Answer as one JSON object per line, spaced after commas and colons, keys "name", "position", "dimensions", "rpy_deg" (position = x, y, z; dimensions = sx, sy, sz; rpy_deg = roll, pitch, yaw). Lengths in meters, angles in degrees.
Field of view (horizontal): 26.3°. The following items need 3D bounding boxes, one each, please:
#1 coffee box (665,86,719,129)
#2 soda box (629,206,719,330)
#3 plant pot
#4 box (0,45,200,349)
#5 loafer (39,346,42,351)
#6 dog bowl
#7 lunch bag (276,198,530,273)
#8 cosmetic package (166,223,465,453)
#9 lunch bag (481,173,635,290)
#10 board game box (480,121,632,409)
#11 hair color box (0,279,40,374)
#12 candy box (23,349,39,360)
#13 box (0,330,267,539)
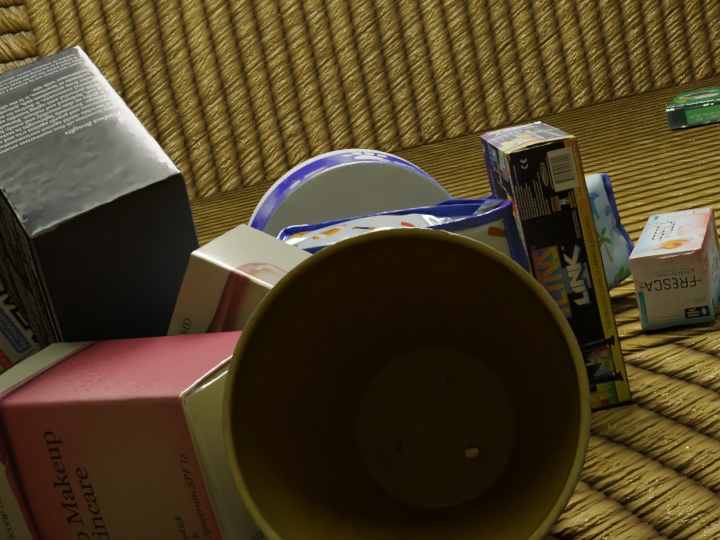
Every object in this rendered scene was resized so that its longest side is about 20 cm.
{"name": "coffee box", "position": [0.610, -0.289, 2.706], "dimensions": [0.123, 0.044, 0.200], "rpy_deg": [-8, 11, 19]}
{"name": "soda box", "position": [0.286, -0.005, 1.384], "dimensions": [0.064, 0.068, 0.200], "rpy_deg": [-9, 9, 18]}
{"name": "plant pot", "position": [0.036, 0.087, 0.891], "dimensions": [0.200, 0.200, 0.142], "rpy_deg": [-10, -12, 9]}
{"name": "box", "position": [-0.204, -0.025, 1.156], "dimensions": [0.123, 0.200, 0.198], "rpy_deg": [-24, 45, -17]}
{"name": "loafer", "position": [-0.178, 0.096, 1.245], "dimensions": [0.200, 0.076, 0.068], "rpy_deg": [32, 12, 27]}
{"name": "dog bowl", "position": [0.000, 0.000, 1.311], "dimensions": [0.200, 0.200, 0.079], "rpy_deg": [-13, 12, -6]}
{"name": "lunch bag", "position": [0.034, 0.042, 1.130], "dimensions": [0.200, 0.170, 0.124], "rpy_deg": [-9, 12, 22]}
{"name": "cosmetic package", "position": [-0.024, 0.059, 1.039], "dimensions": [0.200, 0.103, 0.087], "rpy_deg": [23, 22, 15]}
{"name": "lunch bag", "position": [0.131, -0.006, 1.456], "dimensions": [0.170, 0.128, 0.200], "rpy_deg": [-24, 2, -42]}
{"name": "board game box", "position": [0.146, -0.008, 1.181], "dimensions": [0.057, 0.200, 0.165], "rpy_deg": [-14, 9, -1]}
{"name": "hair color box", "position": [-0.264, -0.009, 1.326], "dimensions": [0.200, 0.111, 0.064], "rpy_deg": [-35, 25, -2]}
{"name": "candy box", "position": [-0.240, 0.066, 1.388], "dimensions": [0.200, 0.077, 0.169], "rpy_deg": [-43, 23, -24]}
{"name": "box", "position": [-0.142, 0.119, 0.996], "dimensions": [0.200, 0.128, 0.109], "rpy_deg": [-6, 17, 34]}
